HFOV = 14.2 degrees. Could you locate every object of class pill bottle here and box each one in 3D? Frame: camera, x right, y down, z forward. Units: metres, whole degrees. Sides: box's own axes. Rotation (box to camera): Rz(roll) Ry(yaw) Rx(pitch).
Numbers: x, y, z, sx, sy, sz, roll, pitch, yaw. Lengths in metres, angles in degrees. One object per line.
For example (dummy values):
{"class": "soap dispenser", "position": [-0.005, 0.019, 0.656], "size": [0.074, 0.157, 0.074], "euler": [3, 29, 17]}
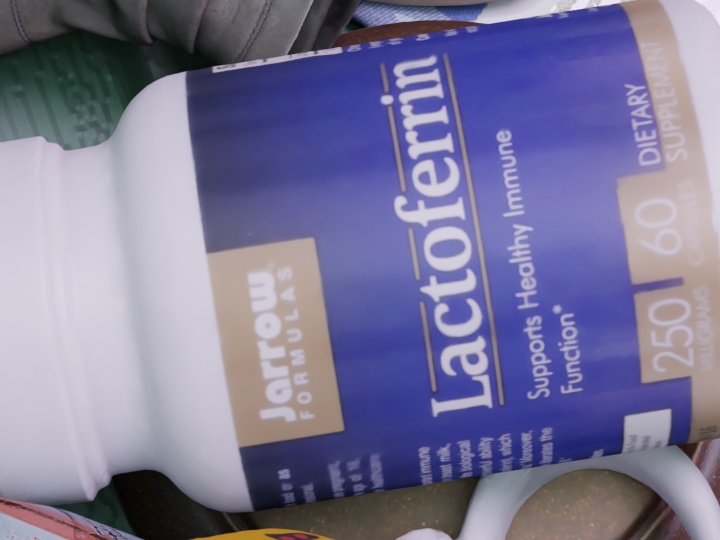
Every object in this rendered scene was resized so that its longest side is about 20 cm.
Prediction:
{"class": "pill bottle", "position": [0.000, 0.000, 0.746], "size": [0.199, 0.116, 0.116], "euler": [-10, 81, 0]}

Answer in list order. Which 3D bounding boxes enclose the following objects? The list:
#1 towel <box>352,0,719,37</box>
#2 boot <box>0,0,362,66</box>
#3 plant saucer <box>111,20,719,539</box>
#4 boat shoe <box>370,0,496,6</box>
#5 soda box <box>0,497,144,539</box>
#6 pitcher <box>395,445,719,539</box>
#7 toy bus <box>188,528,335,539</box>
{"class": "towel", "position": [0.110, -0.079, 0.860], "size": [0.200, 0.024, 0.147], "euler": [35, 81, 4]}
{"class": "boot", "position": [-0.072, -0.075, 0.786], "size": [0.130, 0.068, 0.200], "euler": [29, 106, 2]}
{"class": "plant saucer", "position": [0.023, 0.026, 0.817], "size": [0.200, 0.034, 0.201], "euler": [0, 85, 0]}
{"class": "boat shoe", "position": [-0.032, -0.134, 0.827], "size": [0.200, 0.060, 0.072], "euler": [24, 79, 7]}
{"class": "soda box", "position": [-0.094, 0.155, 0.685], "size": [0.063, 0.068, 0.201], "euler": [21, 87, 13]}
{"class": "pitcher", "position": [0.070, 0.133, 0.718], "size": [0.200, 0.121, 0.172], "euler": [33, 70, 33]}
{"class": "toy bus", "position": [-0.019, 0.165, 0.644], "size": [0.078, 0.065, 0.201], "euler": [14, 98, 30]}
